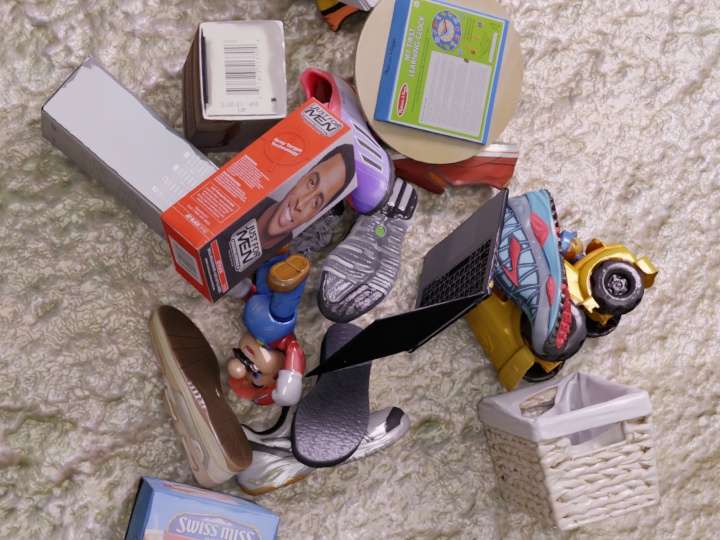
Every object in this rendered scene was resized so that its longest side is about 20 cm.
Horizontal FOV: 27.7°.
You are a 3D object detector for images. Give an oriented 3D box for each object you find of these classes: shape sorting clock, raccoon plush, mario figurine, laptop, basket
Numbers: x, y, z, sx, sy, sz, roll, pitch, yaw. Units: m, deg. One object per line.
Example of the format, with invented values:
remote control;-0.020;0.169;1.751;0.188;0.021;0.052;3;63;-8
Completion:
shape sorting clock;0.084;-0.214;1.561;0.200;0.039;0.200;-3;98;-26
raccoon plush;-0.097;-0.062;1.594;0.097;0.134;0.200;29;113;-23
mario figurine;-0.107;0.066;1.519;0.106;0.123;0.200;5;128;-2
laptop;0.048;0.014;1.512;0.116;0.187;0.200;22;61;-16
basket;0.225;0.192;1.569;0.135;0.200;0.123;-14;95;-12

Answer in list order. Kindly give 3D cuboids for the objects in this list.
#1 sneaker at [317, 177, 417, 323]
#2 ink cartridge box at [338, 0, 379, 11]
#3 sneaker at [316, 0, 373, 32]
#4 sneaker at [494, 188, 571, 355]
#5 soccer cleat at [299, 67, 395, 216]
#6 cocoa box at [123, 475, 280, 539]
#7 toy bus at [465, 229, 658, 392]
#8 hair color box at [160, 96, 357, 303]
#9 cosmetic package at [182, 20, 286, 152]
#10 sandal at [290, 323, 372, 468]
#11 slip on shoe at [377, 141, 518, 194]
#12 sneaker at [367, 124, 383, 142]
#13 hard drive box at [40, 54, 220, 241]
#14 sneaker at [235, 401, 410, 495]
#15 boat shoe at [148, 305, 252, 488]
sneaker;0.000;0.000;1.567;0.075;0.116;0.200;29;53;0
ink cartridge box;-0.042;-0.382;1.558;0.200;0.083;0.147;26;78;30
sneaker;0.043;-0.326;1.637;0.200;0.070;0.090;-17;104;-12
sneaker;0.168;0.009;1.522;0.095;0.079;0.200;-9;51;9
soccer cleat;-0.019;-0.138;1.551;0.068;0.200;0.073;-39;133;23
cocoa box;-0.170;0.288;1.475;0.133;0.200;0.131;15;83;-11
toy bus;0.198;0.009;1.619;0.200;0.136;0.192;-34;77;-14
hair color box;-0.096;-0.069;1.432;0.200;0.102;0.061;-41;64;-20
cosmetic package;-0.134;-0.188;1.516;0.087;0.200;0.103;-3;85;-11
sandal;-0.025;0.139;1.551;0.076;0.043;0.200;23;41;-3
slip on shoe;0.078;-0.114;1.624;0.200;0.074;0.061;0;100;-12
sneaker;0.095;-0.202;1.627;0.200;0.081;0.075;-34;104;-9
hard drive box;-0.232;-0.115;1.514;0.200;0.156;0.077;41;79;-7
sneaker;-0.045;0.172;1.574;0.200;0.076;0.088;-18;86;-15
boat shoe;-0.184;0.133;1.547;0.065;0.072;0.200;-34;74;27
